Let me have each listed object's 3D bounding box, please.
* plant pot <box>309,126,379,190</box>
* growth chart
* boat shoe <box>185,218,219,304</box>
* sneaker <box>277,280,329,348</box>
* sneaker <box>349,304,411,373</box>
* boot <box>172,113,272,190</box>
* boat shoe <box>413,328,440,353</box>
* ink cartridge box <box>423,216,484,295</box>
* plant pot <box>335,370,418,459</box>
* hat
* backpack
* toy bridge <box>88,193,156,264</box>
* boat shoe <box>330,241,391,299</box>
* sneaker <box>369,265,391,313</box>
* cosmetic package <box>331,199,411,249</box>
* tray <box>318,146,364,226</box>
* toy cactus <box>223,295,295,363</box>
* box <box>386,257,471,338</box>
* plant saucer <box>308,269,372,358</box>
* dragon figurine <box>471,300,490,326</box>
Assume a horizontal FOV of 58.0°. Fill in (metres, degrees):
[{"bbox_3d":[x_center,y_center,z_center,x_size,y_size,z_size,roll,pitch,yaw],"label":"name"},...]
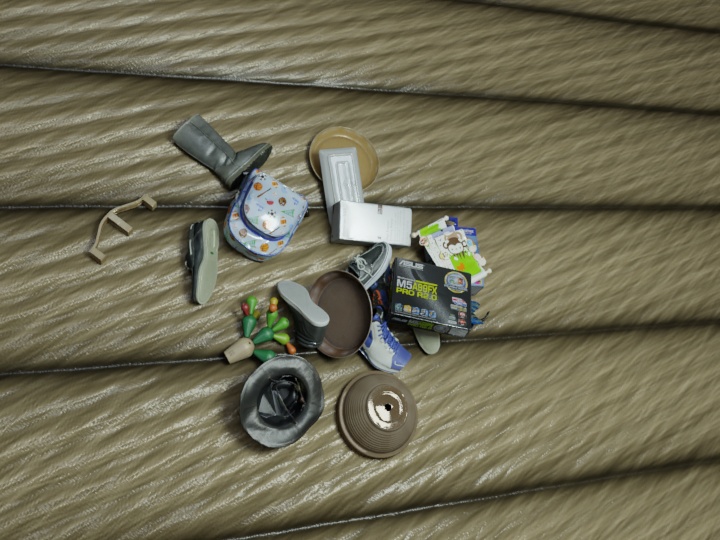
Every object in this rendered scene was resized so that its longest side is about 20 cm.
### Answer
[{"bbox_3d":[-0.045,-0.295,1.758,0.196,0.028,0.204,7,65,-16],"label":"plant pot"},{"bbox_3d":[0.238,-0.047,1.670,0.144,0.018,0.201,-33,81,-26],"label":"growth chart"},{"bbox_3d":[-0.375,-0.019,1.520,0.066,0.072,0.204,-5,73,19],"label":"boat shoe"},{"bbox_3d":[-0.146,0.107,1.528,0.070,0.101,0.200,-10,36,-35],"label":"sneaker"},{"bbox_3d":[0.042,0.151,1.539,0.198,0.116,0.081,35,42,-2],"label":"sneaker"},{"bbox_3d":[-0.347,-0.321,1.651,0.199,0.073,0.182,41,60,9],"label":"boot"},{"bbox_3d":[0.166,0.106,1.630,0.067,0.071,0.204,-3,74,-54],"label":"boat shoe"},{"bbox_3d":[0.241,-0.040,1.721,0.134,0.076,0.204,2,66,-18],"label":"ink cartridge box"},{"bbox_3d":[0.049,0.324,1.492,0.197,0.093,0.205,6,67,-15],"label":"plant pot"},{"bbox_3d":[-0.181,0.283,1.432,0.197,0.081,0.205,2,86,-24],"label":"hat"},{"bbox_3d":[-0.231,-0.125,1.557,0.198,0.154,0.193,29,77,-11],"label":"backpack"},{"bbox_3d":[-0.558,-0.108,1.506,0.067,0.027,0.201,34,62,-1],"label":"toy bridge"},{"bbox_3d":[-0.002,-0.001,1.591,0.199,0.068,0.073,-46,48,-6],"label":"boat shoe"},{"bbox_3d":[0.057,0.039,1.633,0.074,0.078,0.203,-21,56,17],"label":"sneaker"},{"bbox_3d":[0.028,-0.116,1.663,0.196,0.074,0.104,4,83,-21],"label":"cosmetic package"},{"bbox_3d":[-0.043,-0.221,1.696,0.105,0.022,0.204,-8,89,-21],"label":"tray"},{"bbox_3d":[-0.230,0.159,1.477,0.163,0.102,0.202,-29,88,-17],"label":"toy cactus"},{"bbox_3d":[0.166,0.063,1.552,0.196,0.045,0.163,13,56,-7],"label":"box"},{"bbox_3d":[-0.046,0.101,1.519,0.034,0.199,0.203,1,63,-54],"label":"plant saucer"},{"bbox_3d":[0.273,0.115,1.645,0.196,0.099,0.060,4,65,-26],"label":"dragon figurine"}]
